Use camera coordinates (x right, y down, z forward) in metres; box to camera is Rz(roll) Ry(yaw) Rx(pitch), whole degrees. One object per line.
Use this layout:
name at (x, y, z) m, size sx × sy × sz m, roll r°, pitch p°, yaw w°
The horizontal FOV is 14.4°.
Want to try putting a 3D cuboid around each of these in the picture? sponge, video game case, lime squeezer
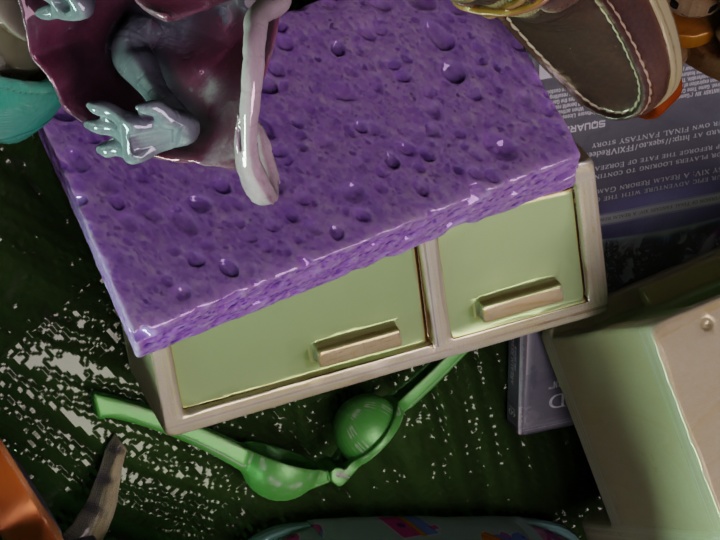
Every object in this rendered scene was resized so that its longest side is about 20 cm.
sponge at (-0.022, -0.051, 1.159) m, size 0.200 × 0.112 × 0.030 m, roll -22°, pitch 157°, yaw -14°
video game case at (0.135, -0.028, 1.296) m, size 0.143 × 0.019 × 0.200 m, roll -10°, pitch 118°, yaw -21°
lime squeezer at (-0.017, 0.061, 1.261) m, size 0.200 × 0.038 × 0.071 m, roll -15°, pitch 91°, yaw -15°

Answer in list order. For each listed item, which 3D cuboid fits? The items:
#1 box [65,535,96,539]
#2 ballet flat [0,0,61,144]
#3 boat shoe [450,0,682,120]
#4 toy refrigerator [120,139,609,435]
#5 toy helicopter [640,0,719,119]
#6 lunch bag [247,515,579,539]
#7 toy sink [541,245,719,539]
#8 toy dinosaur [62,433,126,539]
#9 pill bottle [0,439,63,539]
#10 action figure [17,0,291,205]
box at (-0.192, 0.196, 1.110) m, size 0.160 × 0.044 × 0.200 m, roll -7°, pitch 137°, yaw -39°
ballet flat at (-0.183, -0.113, 1.070) m, size 0.070 × 0.067 × 0.200 m, roll -35°, pitch 135°, yaw 31°
boat shoe at (0.052, -0.127, 1.118) m, size 0.200 × 0.072 × 0.072 m, roll 54°, pitch 48°, yaw -24°
toy refrigerator at (0.000, 0.000, 1.204) m, size 0.200 × 0.070 × 0.076 m, roll -15°, pitch 119°, yaw -13°
toy helicopter at (0.110, -0.155, 1.164) m, size 0.079 × 0.132 × 0.200 m, roll -43°, pitch 105°, yaw -14°
lunch bag at (0.018, 0.196, 1.313) m, size 0.200 × 0.077 × 0.160 m, roll 0°, pitch 115°, yaw -25°
toy sink at (0.166, 0.049, 1.257) m, size 0.130 × 0.200 × 0.112 m, roll -21°, pitch 91°, yaw -13°
toy dinosaur at (-0.160, 0.166, 1.235) m, size 0.200 × 0.047 × 0.088 m, roll -37°, pitch 117°, yaw -9°
pill bottle at (-0.217, 0.141, 1.157) m, size 0.200 × 0.106 × 0.106 m, roll -32°, pitch 123°, yaw -9°
action figure at (-0.044, -0.134, 1.083) m, size 0.200 × 0.149 × 0.134 m, roll -40°, pitch 141°, yaw -42°
